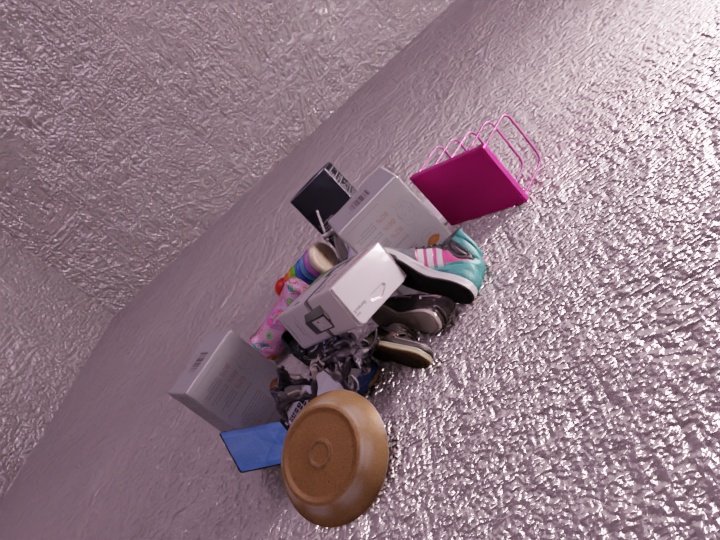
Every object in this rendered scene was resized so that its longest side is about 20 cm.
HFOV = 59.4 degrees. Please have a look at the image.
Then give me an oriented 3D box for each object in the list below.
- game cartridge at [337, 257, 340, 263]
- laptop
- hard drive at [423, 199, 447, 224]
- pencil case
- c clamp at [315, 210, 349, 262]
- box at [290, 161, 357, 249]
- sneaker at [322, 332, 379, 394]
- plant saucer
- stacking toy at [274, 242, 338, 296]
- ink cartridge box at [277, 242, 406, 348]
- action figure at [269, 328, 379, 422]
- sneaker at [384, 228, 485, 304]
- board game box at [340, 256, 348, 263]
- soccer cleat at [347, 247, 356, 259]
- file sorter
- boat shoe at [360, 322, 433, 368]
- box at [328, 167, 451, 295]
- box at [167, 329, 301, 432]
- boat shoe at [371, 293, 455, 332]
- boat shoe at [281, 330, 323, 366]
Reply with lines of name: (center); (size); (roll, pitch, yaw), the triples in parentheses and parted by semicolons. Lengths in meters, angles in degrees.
game cartridge: (-0.061, 0.040, 1.499); (0.133, 0.040, 0.200); (-43, 22, 18)
laptop: (-0.138, 0.258, 1.136); (0.200, 0.116, 0.187); (-61, 24, -6)
hard drive: (0.104, -0.074, 1.404); (0.200, 0.027, 0.132); (-42, 22, 8)
pencil case: (-0.182, 0.114, 1.470); (0.200, 0.087, 0.087); (-56, 19, 13)
c clamp: (0.005, -0.095, 1.393); (0.200, 0.027, 0.171); (-21, 70, 16)
box: (-0.056, -0.151, 1.556); (0.123, 0.198, 0.200); (-42, 9, 10)
sneaker: (-0.032, 0.159, 1.164); (0.075, 0.088, 0.200); (-45, 23, -3)
plant saucer: (-0.051, 0.275, 0.940); (0.200, 0.035, 0.200); (-15, 63, 31)
stacking toy: (-0.145, 0.009, 1.566); (0.200, 0.085, 0.085); (-34, 24, 41)
ink cartridge box: (-0.035, 0.047, 1.121); (0.146, 0.084, 0.200); (-46, 11, -36)
action figure: (-0.046, 0.175, 1.057); (0.200, 0.102, 0.119); (-26, 27, 4)
sneaker: (0.135, -0.027, 1.115); (0.200, 0.084, 0.121); (22, 58, 27)
board game box: (0.044, -0.026, 1.346); (0.200, 0.105, 0.023); (-43, -18, 10)
soccer cleat: (0.000, 0.000, 1.320); (0.073, 0.068, 0.200); (29, 111, 62)
file sorter: (0.230, -0.199, 1.240); (0.200, 0.139, 0.125); (-16, 35, 52)
boat shoe: (0.063, 0.120, 1.075); (0.065, 0.073, 0.200); (-59, 24, -16)
box: (0.066, -0.070, 1.210); (0.152, 0.200, 0.106); (-45, 23, 3)
box: (-0.250, 0.240, 1.269); (0.106, 0.200, 0.152); (-13, 39, 53)
boat shoe: (0.090, 0.074, 1.130); (0.057, 0.067, 0.200); (-40, 21, -29)
boat shoe: (-0.117, 0.157, 1.352); (0.075, 0.066, 0.199); (-50, 22, -11)
